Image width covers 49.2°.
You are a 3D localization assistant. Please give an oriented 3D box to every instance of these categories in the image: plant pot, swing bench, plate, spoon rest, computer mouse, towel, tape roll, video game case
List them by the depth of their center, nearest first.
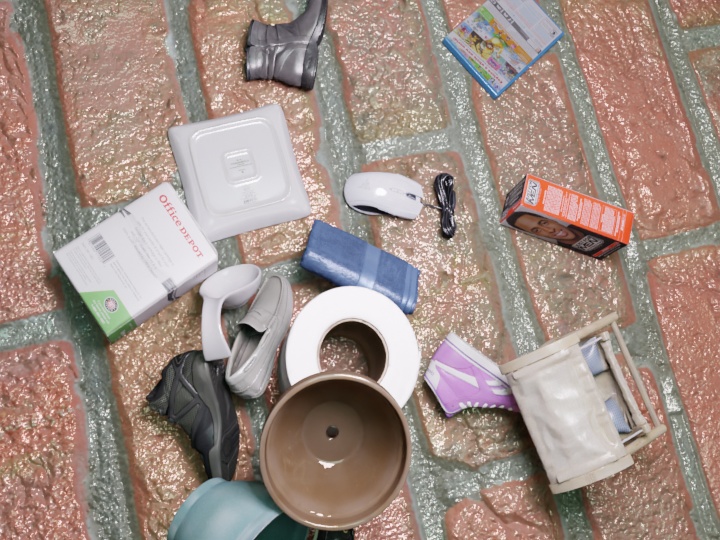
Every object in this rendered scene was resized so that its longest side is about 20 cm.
[{"bbox_3d":[-0.035,0.225,1.036,0.195,0.093,0.207,-1,97,-7],"label":"plant pot"},{"bbox_3d":[-0.179,0.370,1.072,0.132,0.202,0.202,28,70,24],"label":"plant pot"},{"bbox_3d":[-0.198,0.045,1.155,0.097,0.062,0.202,-11,32,8],"label":"spoon rest"},{"bbox_3d":[-0.022,0.139,1.175,0.197,0.139,0.209,3,75,-11],"label":"tape roll"},{"bbox_3d":[0.340,0.197,1.198,0.198,0.129,0.203,-15,79,-49],"label":"swing bench"},{"bbox_3d":[0.000,0.000,1.241,0.196,0.049,0.113,26,34,-7],"label":"towel"},{"bbox_3d":[-0.194,-0.164,1.274,0.195,0.032,0.205,-15,80,-15],"label":"plate"},{"bbox_3d":[0.070,-0.121,1.310,0.194,0.044,0.113,8,75,-10],"label":"computer mouse"},{"bbox_3d":[0.263,-0.427,1.442,0.200,0.018,0.143,-43,88,-18],"label":"video game case"}]

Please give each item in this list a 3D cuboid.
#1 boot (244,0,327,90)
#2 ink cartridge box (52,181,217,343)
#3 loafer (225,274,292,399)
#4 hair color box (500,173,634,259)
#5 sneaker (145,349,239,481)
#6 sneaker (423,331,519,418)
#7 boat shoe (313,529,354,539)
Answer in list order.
[{"bbox_3d":[-0.126,-0.410,1.334,0.128,0.070,0.205,11,70,-3],"label":"boot"},{"bbox_3d":[-0.330,-0.012,1.179,0.198,0.084,0.148,-35,85,-17],"label":"ink cartridge box"},{"bbox_3d":[-0.152,0.090,1.179,0.068,0.070,0.204,-8,54,29],"label":"loafer"},{"bbox_3d":[0.347,-0.088,1.329,0.195,0.102,0.063,19,73,-5],"label":"hair color box"},{"bbox_3d":[-0.243,0.217,1.150,0.111,0.076,0.205,-8,102,19],"label":"sneaker"},{"bbox_3d":[0.189,0.198,1.251,0.198,0.073,0.116,35,91,-7],"label":"sneaker"},{"bbox_3d":[-0.034,0.379,1.139,0.062,0.073,0.206,9,75,33],"label":"boat shoe"}]
